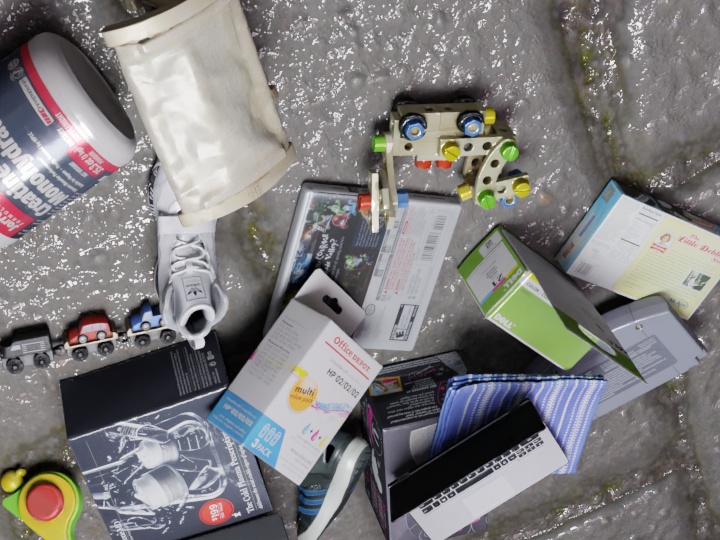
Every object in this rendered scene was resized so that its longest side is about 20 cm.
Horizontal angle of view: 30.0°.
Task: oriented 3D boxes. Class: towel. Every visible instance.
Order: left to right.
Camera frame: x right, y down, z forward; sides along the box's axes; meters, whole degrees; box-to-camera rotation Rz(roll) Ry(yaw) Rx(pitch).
[{"bbox_3d":[0.176,0.180,1.529,0.199,0.024,0.145,1,122,-20],"label":"towel"}]

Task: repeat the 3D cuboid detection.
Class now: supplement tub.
[{"bbox_3d":[-0.320,-0.109,1.230,0.200,0.140,0.140,-34,127,6],"label":"supplement tub"}]

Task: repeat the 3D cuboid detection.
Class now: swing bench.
[{"bbox_3d":[-0.146,-0.183,1.200,0.129,0.200,0.199,-21,127,-4],"label":"swing bench"}]

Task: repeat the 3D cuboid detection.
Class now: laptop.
[{"bbox_3d":[0.136,0.239,1.472,0.187,0.116,0.200,-32,130,4],"label":"laptop"}]

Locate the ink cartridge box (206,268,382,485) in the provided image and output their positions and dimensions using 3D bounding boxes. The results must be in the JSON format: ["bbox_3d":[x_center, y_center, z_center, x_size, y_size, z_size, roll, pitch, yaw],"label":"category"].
[{"bbox_3d":[-0.056,0.112,1.434,0.200,0.068,0.115,-55,138,-8],"label":"ink cartridge box"}]

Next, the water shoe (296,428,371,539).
[{"bbox_3d":[-0.049,0.251,1.624,0.079,0.072,0.200,35,132,10],"label":"water shoe"}]

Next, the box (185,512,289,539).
[{"bbox_3d":[-0.149,0.358,1.591,0.141,0.079,0.200,-13,160,-8],"label":"box"}]

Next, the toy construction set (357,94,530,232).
[{"bbox_3d":[0.083,-0.111,1.403,0.200,0.092,0.131,-13,127,-23],"label":"toy construction set"}]

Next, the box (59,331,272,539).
[{"bbox_3d":[-0.214,0.197,1.499,0.182,0.104,0.200,-18,127,-5],"label":"box"}]

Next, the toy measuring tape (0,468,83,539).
[{"bbox_3d":[-0.317,0.282,1.508,0.200,0.074,0.074,36,112,6],"label":"toy measuring tape"}]

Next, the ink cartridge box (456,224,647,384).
[{"bbox_3d":[0.208,0.058,1.484,0.148,0.200,0.076,33,108,-33],"label":"ink cartridge box"}]

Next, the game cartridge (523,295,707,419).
[{"bbox_3d":[0.305,0.110,1.633,0.200,0.041,0.133,-31,133,19],"label":"game cartridge"}]

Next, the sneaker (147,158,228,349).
[{"bbox_3d":[-0.170,-0.020,1.357,0.075,0.115,0.200,-5,124,-16],"label":"sneaker"}]

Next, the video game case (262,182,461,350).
[{"bbox_3d":[0.000,0.000,1.487,0.181,0.023,0.200,4,123,-21],"label":"video game case"}]

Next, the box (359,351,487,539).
[{"bbox_3d":[0.077,0.217,1.603,0.132,0.115,0.200,-11,126,-11],"label":"box"}]

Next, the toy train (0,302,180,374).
[{"bbox_3d":[-0.284,0.068,1.433,0.199,0.034,0.046,-11,114,-10],"label":"toy train"}]

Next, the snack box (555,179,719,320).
[{"bbox_3d":[0.341,-0.021,1.576,0.200,0.037,0.116,20,117,-29],"label":"snack box"}]
